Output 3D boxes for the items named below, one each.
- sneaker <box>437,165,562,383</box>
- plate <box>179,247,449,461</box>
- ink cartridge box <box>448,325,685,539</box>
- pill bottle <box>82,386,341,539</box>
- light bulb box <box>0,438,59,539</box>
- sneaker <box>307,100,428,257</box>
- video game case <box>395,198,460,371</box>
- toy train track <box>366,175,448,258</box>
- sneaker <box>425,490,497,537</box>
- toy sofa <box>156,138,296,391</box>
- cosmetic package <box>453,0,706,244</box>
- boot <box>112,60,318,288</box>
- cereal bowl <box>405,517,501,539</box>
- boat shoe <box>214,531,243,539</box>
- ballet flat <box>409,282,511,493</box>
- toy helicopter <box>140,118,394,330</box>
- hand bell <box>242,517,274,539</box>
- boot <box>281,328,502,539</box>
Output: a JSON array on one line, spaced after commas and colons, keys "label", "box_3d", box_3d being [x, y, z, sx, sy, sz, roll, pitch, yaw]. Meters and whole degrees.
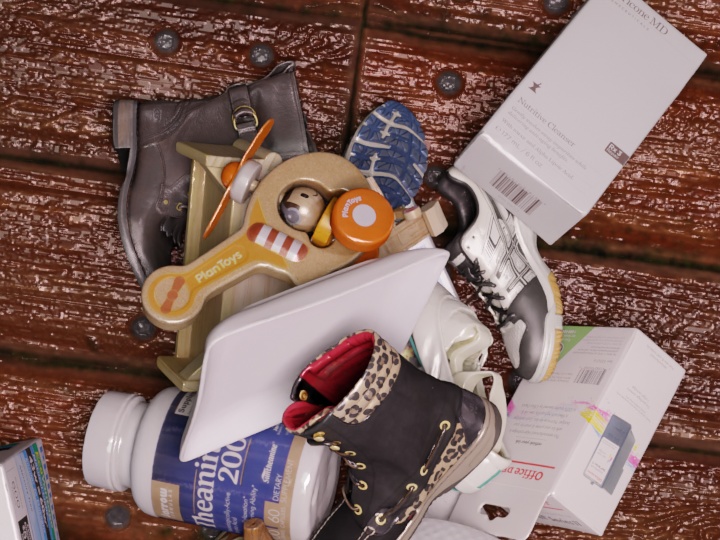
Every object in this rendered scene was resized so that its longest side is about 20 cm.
[{"label": "sneaker", "box_3d": [0.111, 0.001, 1.294, 0.088, 0.076, 0.200, -3, 70, -20]}, {"label": "plate", "box_3d": [-0.044, 0.058, 1.162, 0.199, 0.200, 0.032, -22, 66, -25]}, {"label": "ink cartridge box", "box_3d": [0.168, 0.145, 1.262, 0.067, 0.117, 0.200, 40, 70, -24]}, {"label": "pill bottle", "box_3d": [-0.123, 0.158, 1.280, 0.200, 0.111, 0.111, 10, 90, 11]}, {"label": "light bulb box", "box_3d": [-0.311, 0.250, 1.239, 0.125, 0.200, 0.198, -12, 91, -3]}, {"label": "sneaker", "box_3d": [-0.014, -0.053, 1.283, 0.077, 0.085, 0.200, 34, 70, -32]}, {"label": "video game case", "box_3d": [-0.023, 0.026, 1.335, 0.200, 0.022, 0.182, -25, 91, -2]}, {"label": "toy train track", "box_3d": [0.000, 0.000, 1.219, 0.200, 0.033, 0.115, -34, 109, -30]}, {"label": "sneaker", "box_3d": [0.029, 0.182, 1.305, 0.116, 0.074, 0.200, -27, 99, -3]}, {"label": "toy sofa", "box_3d": [-0.101, -0.003, 1.243, 0.098, 0.083, 0.200, 1, 101, -24]}, {"label": "cosmetic package", "box_3d": [0.183, -0.134, 1.277, 0.113, 0.081, 0.200, 38, 68, -1]}, {"label": "boot", "box_3d": [-0.117, -0.075, 1.301, 0.174, 0.069, 0.200, -6, 81, -2]}, {"label": "cereal bowl", "box_3d": [0.065, 0.294, 1.251, 0.200, 0.200, 0.083, 25, 47, -2]}, {"label": "boat shoe", "box_3d": [-0.139, 0.288, 1.307, 0.076, 0.074, 0.200, 40, 89, -1]}, {"label": "ballet flat", "box_3d": [0.086, 0.083, 1.266, 0.069, 0.069, 0.200, -10, 65, -2]}, {"label": "toy helicopter", "box_3d": [-0.082, -0.027, 1.149, 0.200, 0.079, 0.132, -32, 77, -20]}, {"label": "hand bell", "box_3d": [-0.068, 0.288, 1.257, 0.104, 0.104, 0.200, -10, 116, -2]}, {"label": "boot", "box_3d": [-0.004, 0.144, 1.172, 0.200, 0.073, 0.151, -44, 127, 10]}]
